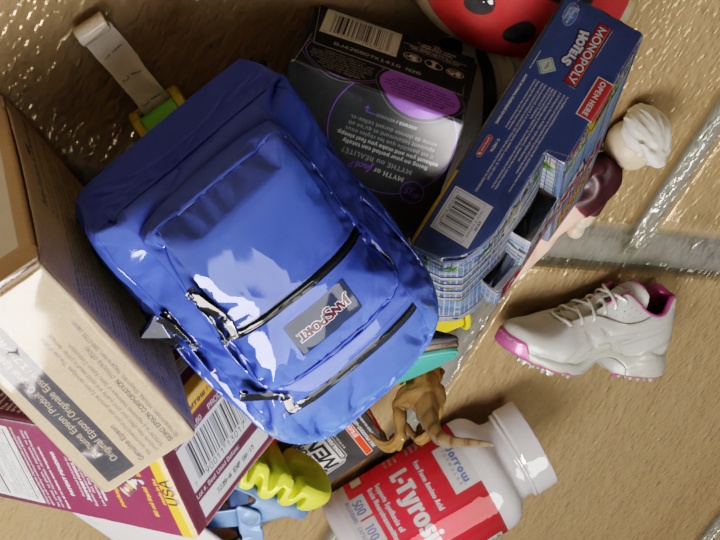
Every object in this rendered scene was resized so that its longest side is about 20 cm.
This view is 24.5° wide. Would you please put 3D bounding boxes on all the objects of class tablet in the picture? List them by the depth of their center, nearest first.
[{"bbox_3d":[-0.147,0.222,1.325,0.129,0.014,0.200,2,152,33],"label":"tablet"}]

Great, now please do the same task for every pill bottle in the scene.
[{"bbox_3d":[0.074,0.207,1.508,0.199,0.113,0.112,-31,142,-2],"label":"pill bottle"}]

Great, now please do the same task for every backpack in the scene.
[{"bbox_3d":[-0.053,0.005,0.989,0.162,0.168,0.200,-37,114,-1],"label":"backpack"}]

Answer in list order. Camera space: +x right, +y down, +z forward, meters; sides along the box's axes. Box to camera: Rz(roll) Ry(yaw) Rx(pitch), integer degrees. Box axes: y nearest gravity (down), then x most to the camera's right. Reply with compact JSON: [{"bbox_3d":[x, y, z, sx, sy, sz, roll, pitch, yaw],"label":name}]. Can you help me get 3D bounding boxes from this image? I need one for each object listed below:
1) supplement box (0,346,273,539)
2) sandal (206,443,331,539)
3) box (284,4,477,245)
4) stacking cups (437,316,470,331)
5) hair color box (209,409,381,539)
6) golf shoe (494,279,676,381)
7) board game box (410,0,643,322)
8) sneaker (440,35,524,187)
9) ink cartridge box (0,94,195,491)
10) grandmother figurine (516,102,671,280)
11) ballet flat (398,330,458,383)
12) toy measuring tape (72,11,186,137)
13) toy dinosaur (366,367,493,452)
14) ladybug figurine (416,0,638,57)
[{"bbox_3d":[-0.170,0.101,1.127,0.110,0.199,0.086,-50,132,-40],"label":"supplement box"},{"bbox_3d":[-0.123,0.165,1.287,0.199,0.080,0.087,26,108,-20],"label":"sandal"},{"bbox_3d":[-0.011,-0.056,1.120,0.121,0.106,0.201,20,120,-2],"label":"box"},{"bbox_3d":[-0.013,0.056,1.323,0.199,0.061,0.061,-23,141,-6],"label":"stacking cups"},{"bbox_3d":[-0.086,0.158,1.387,0.199,0.061,0.102,-33,143,2],"label":"hair color box"},{"bbox_3d":[0.203,0.045,1.469,0.199,0.075,0.092,4,114,-40],"label":"golf shoe"},{"bbox_3d":[0.110,-0.055,1.135,0.201,0.061,0.200,-58,168,-12],"label":"board game box"},{"bbox_3d":[0.043,-0.084,1.207,0.080,0.074,0.201,24,102,-40],"label":"sneaker"},{"bbox_3d":[-0.190,0.012,1.022,0.075,0.200,0.165,-33,127,6],"label":"ink cartridge box"},{"bbox_3d":[0.169,-0.060,1.336,0.200,0.061,0.121,-40,169,5],"label":"grandmother figurine"},{"bbox_3d":[-0.026,0.072,1.253,0.199,0.073,0.073,-24,142,0],"label":"ballet flat"},{"bbox_3d":[-0.123,-0.087,1.091,0.073,0.074,0.200,-33,142,2],"label":"toy measuring tape"},{"bbox_3d":[0.050,0.106,1.334,0.060,0.201,0.107,12,125,-13],"label":"toy dinosaur"},{"bbox_3d":[0.118,-0.202,1.122,0.199,0.072,0.136,4,122,-36],"label":"ladybug figurine"}]
